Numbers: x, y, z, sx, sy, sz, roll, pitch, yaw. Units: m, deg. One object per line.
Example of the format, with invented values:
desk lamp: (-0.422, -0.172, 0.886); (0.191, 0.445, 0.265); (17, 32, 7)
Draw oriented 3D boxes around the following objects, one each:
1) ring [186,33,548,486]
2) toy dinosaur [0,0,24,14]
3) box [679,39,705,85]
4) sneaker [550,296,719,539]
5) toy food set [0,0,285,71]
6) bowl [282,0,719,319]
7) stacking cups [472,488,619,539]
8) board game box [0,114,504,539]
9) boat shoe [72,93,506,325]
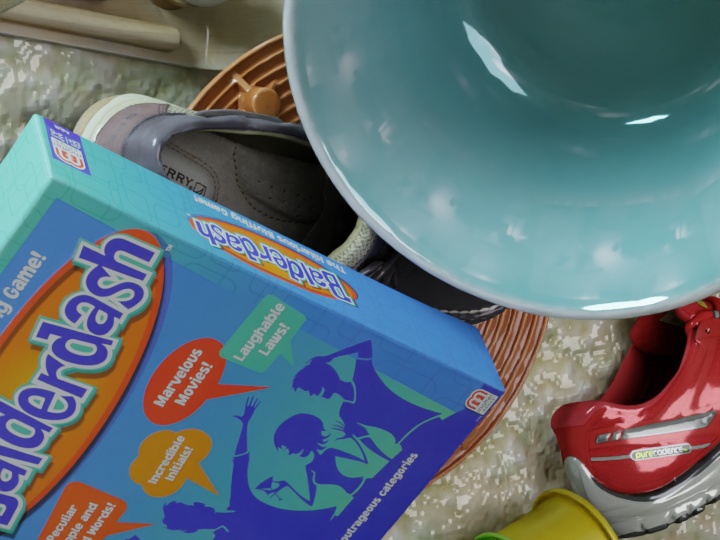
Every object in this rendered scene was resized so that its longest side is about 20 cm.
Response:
ring: (0.000, 0.000, 1.013); (0.200, 0.019, 0.200); (-4, 98, -30)
toy dinosaur: (-0.194, -0.080, 0.891); (0.200, 0.047, 0.088); (-3, 128, -13)
box: (0.098, -0.091, 1.039); (0.050, 0.158, 0.200); (-41, 110, -28)
sneaker: (0.165, 0.038, 1.129); (0.200, 0.077, 0.085); (-36, 102, -30)
toy food set: (-0.107, -0.161, 0.964); (0.200, 0.060, 0.144); (8, 84, -34)
bowl: (0.082, -0.095, 0.908); (0.201, 0.201, 0.105); (58, 30, -17)
stacking cups: (0.020, 0.162, 1.037); (0.200, 0.061, 0.061); (-30, 104, -29)
board game box: (-0.072, 0.050, 0.916); (0.200, 0.045, 0.152); (25, 114, -29)
boat shoe: (-0.013, -0.017, 0.954); (0.200, 0.065, 0.072); (20, 87, -31)
